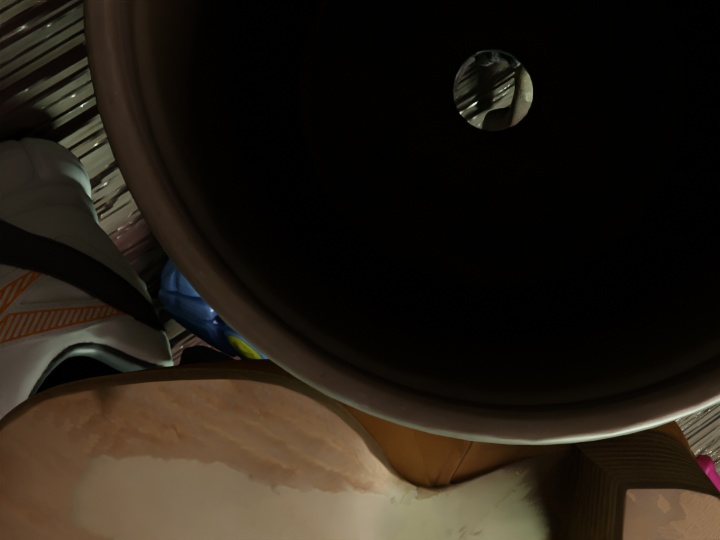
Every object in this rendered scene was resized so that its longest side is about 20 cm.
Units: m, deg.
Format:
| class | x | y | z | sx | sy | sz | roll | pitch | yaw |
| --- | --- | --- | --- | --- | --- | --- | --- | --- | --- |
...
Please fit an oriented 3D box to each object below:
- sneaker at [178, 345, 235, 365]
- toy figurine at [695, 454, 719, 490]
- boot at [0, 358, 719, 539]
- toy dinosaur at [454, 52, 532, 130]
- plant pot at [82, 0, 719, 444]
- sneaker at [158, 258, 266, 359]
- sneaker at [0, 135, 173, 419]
| class | x | y | z | sx | sy | sz | roll | pitch | yaw |
| --- | --- | --- | --- | --- | --- | --- | --- | --- | --- |
| sneaker | -0.105 | 0.082 | 0.871 | 0.199 | 0.070 | 0.100 | -30 | 136 | 6 |
| toy figurine | 0.090 | 0.020 | 0.887 | 0.150 | 0.200 | 0.185 | 34 | 87 | -26 |
| boot | -0.009 | 0.050 | 0.732 | 0.200 | 0.144 | 0.071 | 6 | 99 | -17 |
| toy dinosaur | 0.050 | -0.079 | 0.851 | 0.088 | 0.047 | 0.200 | -36 | 164 | -35 |
| plant pot | 0.037 | -0.057 | 0.698 | 0.200 | 0.200 | 0.174 | -40 | 177 | -3 |
| sneaker | 0.000 | 0.000 | 0.908 | 0.199 | 0.070 | 0.083 | 16 | 98 | -64 |
| sneaker | -0.132 | 0.037 | 0.700 | 0.199 | 0.080 | 0.074 | -29 | 159 | -28 |
